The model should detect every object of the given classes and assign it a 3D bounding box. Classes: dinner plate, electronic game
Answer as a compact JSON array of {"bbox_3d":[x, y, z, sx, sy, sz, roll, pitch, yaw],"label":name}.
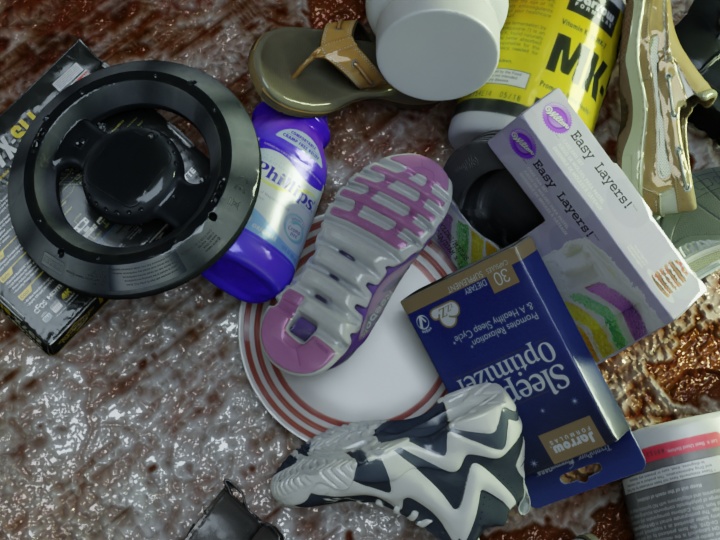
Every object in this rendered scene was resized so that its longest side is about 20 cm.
[{"bbox_3d":[0.000,0.050,1.391,0.199,0.024,0.201,1,77,-6],"label":"dinner plate"},{"bbox_3d":[-0.173,-0.072,1.319,0.199,0.042,0.201,-4,65,8],"label":"electronic game"}]

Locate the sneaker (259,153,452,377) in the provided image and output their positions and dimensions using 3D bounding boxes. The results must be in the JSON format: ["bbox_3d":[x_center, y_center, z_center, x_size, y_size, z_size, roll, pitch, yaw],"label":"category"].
[{"bbox_3d":[0.000,0.000,1.344,0.080,0.088,0.201,34,83,18],"label":"sneaker"}]

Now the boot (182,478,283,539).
[{"bbox_3d":[-0.086,0.281,1.314,0.173,0.069,0.201,27,71,5],"label":"boot"}]

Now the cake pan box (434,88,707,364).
[{"bbox_3d":[0.147,-0.022,1.334,0.052,0.184,0.200,-36,90,-35],"label":"cake pan box"}]

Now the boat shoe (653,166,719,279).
[{"bbox_3d":[0.261,-0.019,1.427,0.201,0.065,0.074,-33,64,-19],"label":"boat shoe"}]

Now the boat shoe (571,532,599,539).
[{"bbox_3d":[0.180,0.306,1.330,0.068,0.075,0.201,-11,80,-15],"label":"boat shoe"}]

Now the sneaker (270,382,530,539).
[{"bbox_3d":[0.040,0.177,1.331,0.198,0.080,0.130,-21,108,0],"label":"sneaker"}]

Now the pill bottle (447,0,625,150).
[{"bbox_3d":[0.153,-0.180,1.416,0.114,0.114,0.201,20,76,-2],"label":"pill bottle"}]

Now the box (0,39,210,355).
[{"bbox_3d":[-0.234,-0.058,1.373,0.160,0.049,0.200,41,76,6],"label":"box"}]

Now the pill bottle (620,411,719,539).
[{"bbox_3d":[0.271,0.217,1.343,0.110,0.111,0.201,-10,78,-9],"label":"pill bottle"}]

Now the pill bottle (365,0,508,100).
[{"bbox_3d":[0.061,-0.240,1.381,0.113,0.114,0.201,6,50,-6],"label":"pill bottle"}]

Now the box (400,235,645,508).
[{"bbox_3d":[0.126,0.087,1.336,0.032,0.121,0.201,-32,94,-53],"label":"box"}]

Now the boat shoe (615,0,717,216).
[{"bbox_3d":[0.250,-0.144,1.392,0.076,0.072,0.201,1,90,20],"label":"boat shoe"}]

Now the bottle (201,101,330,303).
[{"bbox_3d":[-0.069,-0.075,1.372,0.083,0.065,0.201,36,56,-27],"label":"bottle"}]

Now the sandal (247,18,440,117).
[{"bbox_3d":[-0.003,-0.169,1.387,0.199,0.054,0.081,-3,63,-34],"label":"sandal"}]

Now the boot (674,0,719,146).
[{"bbox_3d":[0.354,-0.177,1.457,0.200,0.076,0.168,38,79,12],"label":"boot"}]
